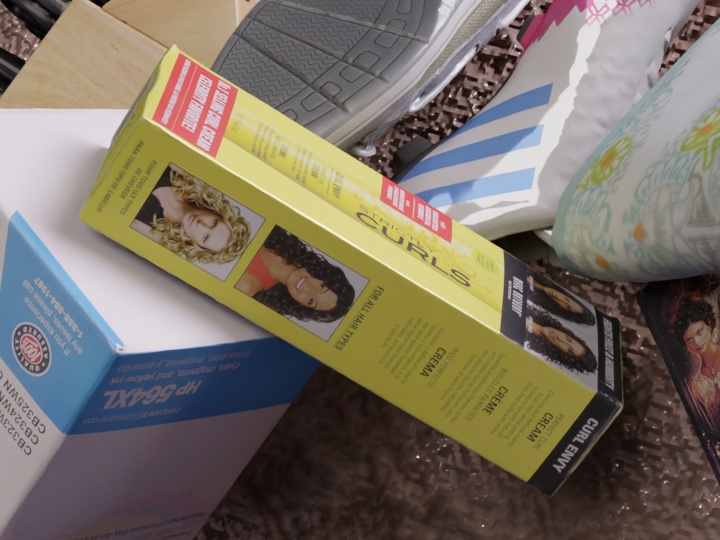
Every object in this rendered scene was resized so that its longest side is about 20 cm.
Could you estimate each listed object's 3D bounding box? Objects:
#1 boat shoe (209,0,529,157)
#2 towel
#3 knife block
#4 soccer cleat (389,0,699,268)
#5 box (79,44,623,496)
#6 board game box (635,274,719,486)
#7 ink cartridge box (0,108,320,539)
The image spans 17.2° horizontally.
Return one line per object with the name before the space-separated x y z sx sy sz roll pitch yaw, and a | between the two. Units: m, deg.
boat shoe | 0.013 -0.094 0.945 0.074 0.065 0.202 26 59 28
towel | 0.160 -0.078 0.834 0.048 0.171 0.200 41 78 -9
knife block | -0.114 -0.054 1.018 0.175 0.064 0.201 -16 60 19
soccer cleat | 0.084 -0.052 0.932 0.200 0.070 0.086 -47 64 4
box | 0.000 0.000 0.857 0.050 0.200 0.075 -55 10 25
board game box | 0.197 0.002 0.816 0.200 0.035 0.136 -43 45 25
ink cartridge box | -0.130 0.055 0.898 0.129 0.125 0.200 48 119 25
